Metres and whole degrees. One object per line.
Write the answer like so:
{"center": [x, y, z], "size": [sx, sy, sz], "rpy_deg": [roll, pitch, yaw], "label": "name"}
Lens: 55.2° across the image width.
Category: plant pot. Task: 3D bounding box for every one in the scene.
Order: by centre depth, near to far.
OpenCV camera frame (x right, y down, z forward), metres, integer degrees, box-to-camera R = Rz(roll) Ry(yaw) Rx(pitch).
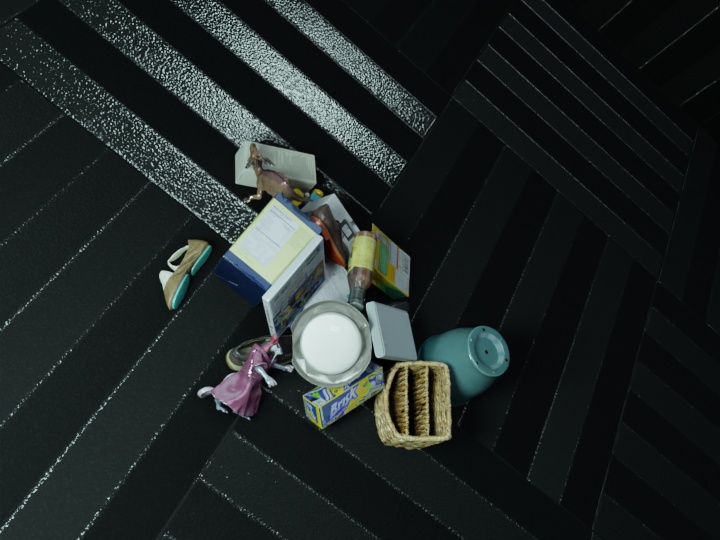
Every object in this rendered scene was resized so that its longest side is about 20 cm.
{"center": [0.280, 0.234, 1.802], "size": [0.200, 0.188, 0.200], "rpy_deg": [13, 61, -25], "label": "plant pot"}

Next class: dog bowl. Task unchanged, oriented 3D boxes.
{"center": [-0.067, 0.169, 1.606], "size": [0.200, 0.059, 0.200], "rpy_deg": [0, 87, 4], "label": "dog bowl"}

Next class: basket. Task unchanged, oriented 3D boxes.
{"center": [0.126, 0.324, 1.692], "size": [0.143, 0.149, 0.200], "rpy_deg": [16, 61, -24], "label": "basket"}

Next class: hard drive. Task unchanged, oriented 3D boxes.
{"center": [0.079, 0.153, 1.685], "size": [0.200, 0.026, 0.132], "rpy_deg": [21, 54, -62], "label": "hard drive"}

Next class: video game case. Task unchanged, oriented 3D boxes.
{"center": [-0.146, 0.039, 1.568], "size": [0.023, 0.182, 0.200], "rpy_deg": [29, 62, 17], "label": "video game case"}

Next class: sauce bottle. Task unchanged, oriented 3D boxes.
{"center": [0.000, 0.000, 1.670], "size": [0.066, 0.066, 0.200], "rpy_deg": [23, 56, -20], "label": "sauce bottle"}

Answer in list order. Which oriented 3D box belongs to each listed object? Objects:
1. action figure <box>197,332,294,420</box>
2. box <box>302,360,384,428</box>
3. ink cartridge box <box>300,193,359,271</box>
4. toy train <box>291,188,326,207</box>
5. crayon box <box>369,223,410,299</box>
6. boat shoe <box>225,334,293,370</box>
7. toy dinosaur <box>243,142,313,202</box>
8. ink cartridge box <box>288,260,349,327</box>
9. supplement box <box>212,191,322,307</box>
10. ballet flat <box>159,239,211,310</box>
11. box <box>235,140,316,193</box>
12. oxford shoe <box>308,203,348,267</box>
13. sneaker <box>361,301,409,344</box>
{"center": [-0.241, 0.225, 1.531], "size": [0.149, 0.134, 0.200], "rpy_deg": [25, 84, 9], "label": "action figure"}
{"center": [-0.038, 0.289, 1.639], "size": [0.200, 0.064, 0.070], "rpy_deg": [-27, 126, -32], "label": "box"}
{"center": [-0.065, -0.088, 1.769], "size": [0.200, 0.116, 0.067], "rpy_deg": [55, 51, -19], "label": "ink cartridge box"}
{"center": [-0.159, -0.140, 1.811], "size": [0.200, 0.056, 0.151], "rpy_deg": [-10, 90, -40], "label": "toy train"}
{"center": [0.061, -0.021, 1.827], "size": [0.200, 0.052, 0.126], "rpy_deg": [39, 47, -47], "label": "crayon box"}
{"center": [-0.212, 0.188, 1.609], "size": [0.200, 0.065, 0.073], "rpy_deg": [-13, 73, -35], "label": "boat shoe"}
{"center": [-0.212, -0.218, 1.681], "size": [0.200, 0.136, 0.086], "rpy_deg": [26, 45, 17], "label": "toy dinosaur"}
{"center": [-0.108, 0.071, 1.720], "size": [0.200, 0.076, 0.137], "rpy_deg": [-29, 83, -39], "label": "ink cartridge box"}
{"center": [-0.220, -0.045, 1.606], "size": [0.134, 0.200, 0.200], "rpy_deg": [40, 69, -8], "label": "supplement box"}
{"center": [-0.416, 0.002, 1.585], "size": [0.072, 0.068, 0.200], "rpy_deg": [21, 56, 3], "label": "ballet flat"}
{"center": [-0.223, -0.266, 1.813], "size": [0.200, 0.078, 0.095], "rpy_deg": [9, 64, -27], "label": "box"}
{"center": [-0.063, -0.080, 1.670], "size": [0.071, 0.200, 0.073], "rpy_deg": [25, 68, 32], "label": "oxford shoe"}
{"center": [0.061, 0.134, 1.797], "size": [0.200, 0.076, 0.091], "rpy_deg": [-21, 102, -47], "label": "sneaker"}
